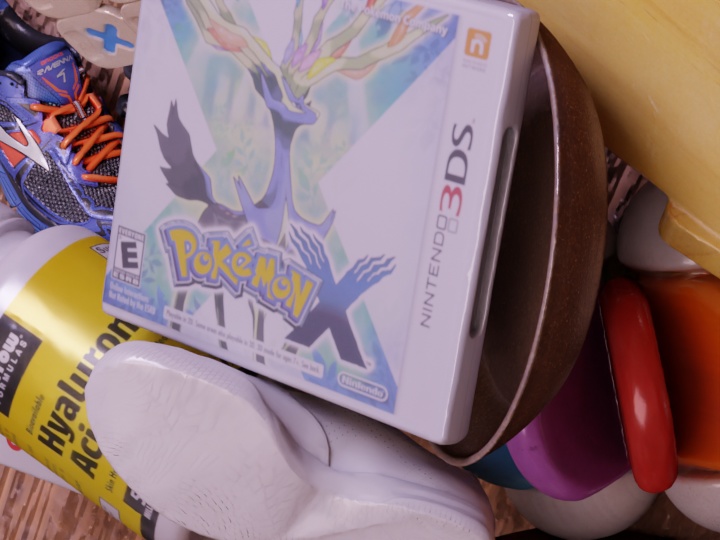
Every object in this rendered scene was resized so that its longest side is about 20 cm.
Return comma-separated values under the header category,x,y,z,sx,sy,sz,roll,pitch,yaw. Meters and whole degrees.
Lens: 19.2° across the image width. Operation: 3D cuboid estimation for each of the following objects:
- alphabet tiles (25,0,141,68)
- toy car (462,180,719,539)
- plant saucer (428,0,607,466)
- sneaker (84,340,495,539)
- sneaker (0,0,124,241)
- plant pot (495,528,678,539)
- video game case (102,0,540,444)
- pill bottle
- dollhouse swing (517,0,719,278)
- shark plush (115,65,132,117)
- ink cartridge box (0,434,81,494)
category,x,y,z,sx,sy,sz,roll,pitch,yaw
alphabet tiles,-0.096,-0.148,0.992,0.195,0.015,0.200,-6,140,44
toy car,0.120,0.051,1.003,0.200,0.150,0.176,-6,104,30
plant saucer,0.063,-0.016,0.914,0.037,0.200,0.201,4,115,-16
sneaker,-0.031,0.082,0.972,0.200,0.089,0.075,28,117,-10
sneaker,-0.167,-0.080,1.141,0.200,0.075,0.079,39,136,19
plant pot,0.131,0.226,1.042,0.199,0.176,0.200,8,110,27
video game case,-0.024,-0.041,0.914,0.200,0.022,0.183,19,107,35
pill bottle,-0.134,0.047,1.063,0.200,0.111,0.111,33,119,16
dollhouse swing,0.189,-0.119,0.902,0.176,0.181,0.200,53,150,26
shark plush,-0.075,-0.041,1.102,0.200,0.083,0.091,34,98,38
ink cartridge box,-0.099,0.058,1.163,0.200,0.084,0.147,16,113,23
